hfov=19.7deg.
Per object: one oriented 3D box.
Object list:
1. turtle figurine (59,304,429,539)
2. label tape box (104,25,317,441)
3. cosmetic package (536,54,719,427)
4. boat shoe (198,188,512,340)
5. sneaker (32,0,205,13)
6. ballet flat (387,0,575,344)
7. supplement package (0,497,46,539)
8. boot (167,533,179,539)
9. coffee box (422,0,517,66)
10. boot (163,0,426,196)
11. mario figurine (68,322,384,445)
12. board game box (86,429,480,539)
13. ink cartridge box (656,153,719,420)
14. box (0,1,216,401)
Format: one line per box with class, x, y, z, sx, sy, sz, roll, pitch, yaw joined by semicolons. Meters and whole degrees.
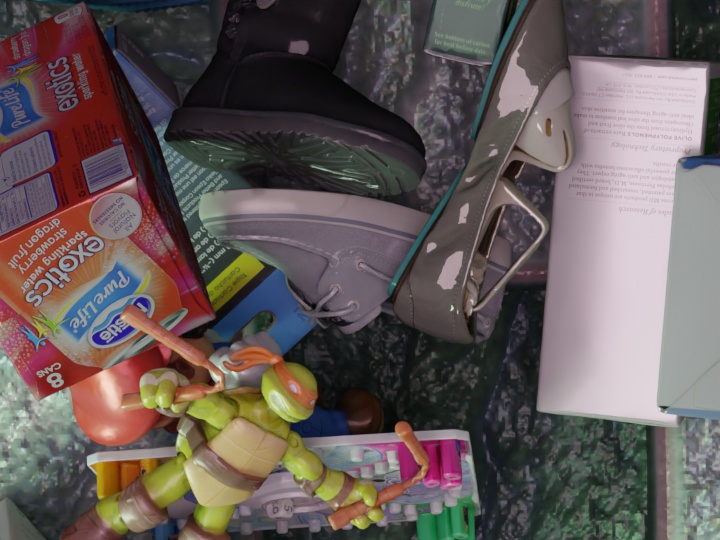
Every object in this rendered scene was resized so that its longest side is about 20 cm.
turtle figurine;-0.077;0.092;1.021;0.200;0.064;0.161;30;111;-37
label tape box;-0.124;-0.019;1.203;0.144;0.063;0.200;-42;110;7
cosmetic package;0.152;-0.020;1.168;0.085;0.108;0.200;4;98;13
boat shoe;0.000;0.000;1.161;0.201;0.070;0.072;12;79;-31
sneaker;-0.167;-0.189;1.163;0.200;0.077;0.081;11;94;22
ballet flat;0.081;-0.053;1.109;0.064;0.067;0.200;28;103;13
supplement package;-0.200;0.246;1.141;0.151;0.200;0.152;-41;101;-5
boot;-0.065;0.205;1.206;0.146;0.200;0.070;4;63;24
coffee box;0.078;-0.215;1.147;0.044;0.123;0.200;12;99;5
boot;-0.007;-0.147;1.125;0.165;0.066;0.200;11;69;33
mario figurine;-0.073;0.047;1.116;0.123;0.200;0.106;-29;57;30
board game box;-0.035;0.130;1.158;0.200;0.200;0.026;-4;71;4
ink cartridge box;0.229;0.002;1.136;0.076;0.200;0.137;7;97;23
box;-0.150;-0.040;1.046;0.100;0.200;0.096;-25;125;0
